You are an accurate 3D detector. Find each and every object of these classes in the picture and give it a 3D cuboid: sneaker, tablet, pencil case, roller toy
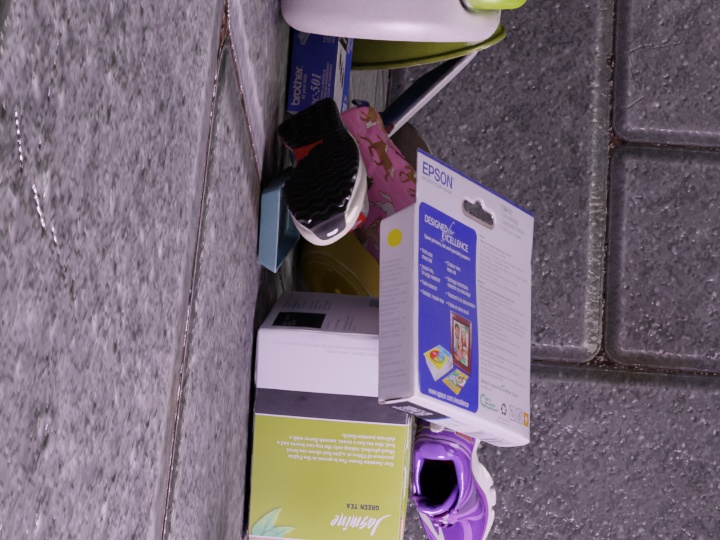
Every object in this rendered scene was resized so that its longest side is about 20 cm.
[{"bbox_3d":[0.068,0.193,1.501,0.201,0.080,0.084,79,26,-45],"label":"sneaker"},{"bbox_3d":[0.035,-0.159,1.797,0.200,0.014,0.130,-45,-170,-26],"label":"tablet"},{"bbox_3d":[0.033,-0.052,1.522,0.201,0.086,0.083,54,7,12],"label":"pencil case"},{"bbox_3d":[0.025,-0.261,1.391,0.182,0.197,0.142,-148,-121,-69],"label":"roller toy"},{"bbox_3d":[-0.017,-0.062,1.401,0.094,0.070,0.200,59,8,-29],"label":"sneaker"}]

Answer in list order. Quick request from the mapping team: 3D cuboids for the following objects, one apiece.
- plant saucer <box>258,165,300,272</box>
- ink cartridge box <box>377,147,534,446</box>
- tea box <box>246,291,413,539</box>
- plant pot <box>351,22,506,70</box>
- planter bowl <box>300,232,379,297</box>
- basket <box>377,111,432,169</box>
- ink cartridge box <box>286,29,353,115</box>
[{"bbox_3d":[-0.067,-0.049,1.456,0.200,0.019,0.071,-64,158,-80],"label":"plant saucer"},{"bbox_3d":[0.080,0.027,1.402,0.197,0.047,0.203,25,61,-53],"label":"ink cartridge box"},{"bbox_3d":[-0.020,0.133,1.483,0.200,0.132,0.199,-68,162,-81],"label":"tea box"},{"bbox_3d":[0.043,-0.329,1.798,0.201,0.198,0.195,-78,160,-72],"label":"plant pot"},{"bbox_3d":[0.000,0.000,1.751,0.083,0.199,0.201,-45,157,-26],"label":"planter bowl"},{"bbox_3d":[0.014,-0.057,2.025,0.201,0.134,0.182,-76,164,-54],"label":"basket"},{"bbox_3d":[-0.036,-0.189,1.611,0.200,0.044,0.095,-38,133,-87],"label":"ink cartridge box"}]
